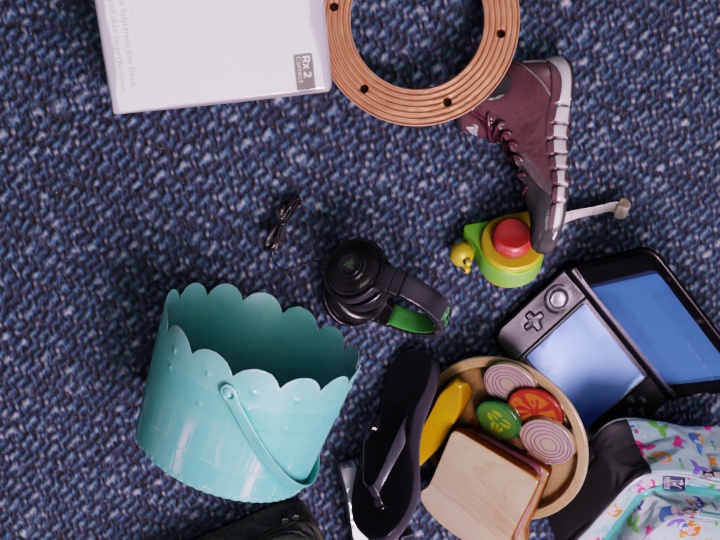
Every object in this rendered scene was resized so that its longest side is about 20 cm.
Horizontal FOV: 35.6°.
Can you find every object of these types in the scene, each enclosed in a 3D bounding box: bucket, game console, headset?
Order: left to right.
[{"bbox_3d":[-0.110,0.114,1.062,0.205,0.208,0.136,16,107,-13],"label":"bucket"},{"bbox_3d":[0.000,0.000,1.104,0.198,0.124,0.095,22,73,3],"label":"headset"},{"bbox_3d":[0.270,0.092,1.165,0.176,0.116,0.200,-41,106,1],"label":"game console"}]

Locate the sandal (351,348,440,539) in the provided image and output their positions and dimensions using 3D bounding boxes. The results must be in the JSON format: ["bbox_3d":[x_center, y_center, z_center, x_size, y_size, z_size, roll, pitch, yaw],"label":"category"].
[{"bbox_3d":[0.027,0.173,1.132,0.043,0.075,0.203,35,59,-44],"label":"sandal"}]

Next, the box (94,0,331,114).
[{"bbox_3d":[-0.136,-0.254,1.004,0.197,0.131,0.202,-8,104,-8],"label":"box"}]

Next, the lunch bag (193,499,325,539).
[{"bbox_3d":[-0.105,0.342,1.128,0.198,0.168,0.141,-21,106,-5],"label":"lunch bag"}]

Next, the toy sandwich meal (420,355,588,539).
[{"bbox_3d":[0.135,0.187,1.146,0.203,0.070,0.208,11,115,25],"label":"toy sandwich meal"}]

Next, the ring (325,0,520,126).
[{"bbox_3d":[0.054,-0.241,1.081,0.197,0.019,0.203,0,95,1],"label":"ring"}]

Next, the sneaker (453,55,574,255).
[{"bbox_3d":[0.147,-0.116,1.106,0.114,0.076,0.203,5,74,2],"label":"sneaker"}]

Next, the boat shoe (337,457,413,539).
[{"bbox_3d":[0.026,0.293,1.195,0.067,0.072,0.203,-11,98,-6],"label":"boat shoe"}]

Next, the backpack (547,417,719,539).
[{"bbox_3d":[0.316,0.244,1.176,0.198,0.152,0.178,2,136,-29],"label":"backpack"}]

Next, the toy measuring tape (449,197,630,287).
[{"bbox_3d":[0.188,-0.025,1.145,0.197,0.074,0.075,-11,105,-7],"label":"toy measuring tape"}]
